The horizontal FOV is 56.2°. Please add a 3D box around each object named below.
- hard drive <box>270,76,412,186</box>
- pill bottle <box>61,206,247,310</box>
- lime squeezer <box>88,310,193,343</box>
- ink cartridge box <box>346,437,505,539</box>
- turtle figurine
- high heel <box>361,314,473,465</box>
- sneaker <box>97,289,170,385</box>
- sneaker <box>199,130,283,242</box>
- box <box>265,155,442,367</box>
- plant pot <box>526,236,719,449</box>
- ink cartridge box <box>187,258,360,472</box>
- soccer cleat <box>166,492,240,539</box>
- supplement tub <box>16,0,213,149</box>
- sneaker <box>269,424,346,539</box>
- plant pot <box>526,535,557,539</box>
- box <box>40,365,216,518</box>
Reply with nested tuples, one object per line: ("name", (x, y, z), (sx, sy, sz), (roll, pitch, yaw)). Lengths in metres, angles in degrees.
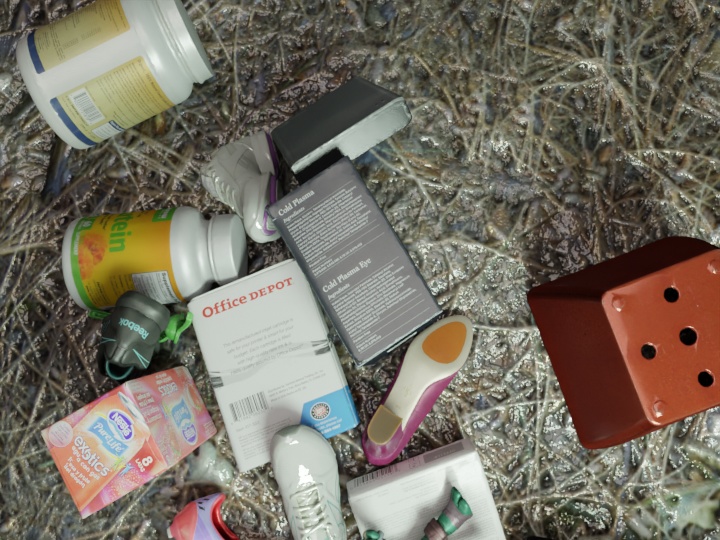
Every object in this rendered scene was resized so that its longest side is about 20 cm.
("hard drive", (-0.031, -0.167, 0.782), (0.138, 0.200, 0.033), (-32, 115, 0))
("pill bottle", (-0.240, -0.017, 0.810), (0.195, 0.111, 0.114), (-6, 82, 3))
("lime squeezer", (-0.241, 0.060, 0.810), (0.197, 0.071, 0.038), (-1, 52, 38))
("ink cartridge box", (0.088, 0.318, 0.788), (0.158, 0.050, 0.204), (-19, 100, 0))
("turtle figurine", (0.051, 0.333, 0.714), (0.198, 0.101, 0.151), (-35, 84, -7))
("high heel", (0.071, 0.144, 0.811), (0.066, 0.097, 0.201), (28, 64, 15))
("sneaker", (-0.268, 0.088, 0.756), (0.074, 0.200, 0.081), (26, 60, -10))
("sneaker", (-0.139, -0.091, 0.793), (0.097, 0.076, 0.202), (-13, 37, -3))
("box", (0.000, 0.000, 0.747), (0.103, 0.200, 0.184), (-32, 82, 0))
("plant pot", (0.320, 0.074, 0.729), (0.196, 0.176, 0.204), (-20, 82, 0))
("ink cartridge box", (-0.100, 0.110, 0.797), (0.143, 0.086, 0.204), (-20, 81, 0))
("soccer cleat", (-0.152, 0.361, 0.779), (0.075, 0.067, 0.203), (-29, 79, -3))
("supplement tub", (-0.295, -0.255, 0.829), (0.197, 0.144, 0.147), (-25, 81, 0))
("sneaker", (-0.048, 0.260, 0.734), (0.069, 0.080, 0.204), (-16, 113, -3))
("plant pot", (0.271, 0.406, 0.669), (0.195, 0.177, 0.205), (12, 82, -6))
("box", (-0.240, 0.176, 0.737), (0.101, 0.200, 0.096), (-29, 86, -1))
